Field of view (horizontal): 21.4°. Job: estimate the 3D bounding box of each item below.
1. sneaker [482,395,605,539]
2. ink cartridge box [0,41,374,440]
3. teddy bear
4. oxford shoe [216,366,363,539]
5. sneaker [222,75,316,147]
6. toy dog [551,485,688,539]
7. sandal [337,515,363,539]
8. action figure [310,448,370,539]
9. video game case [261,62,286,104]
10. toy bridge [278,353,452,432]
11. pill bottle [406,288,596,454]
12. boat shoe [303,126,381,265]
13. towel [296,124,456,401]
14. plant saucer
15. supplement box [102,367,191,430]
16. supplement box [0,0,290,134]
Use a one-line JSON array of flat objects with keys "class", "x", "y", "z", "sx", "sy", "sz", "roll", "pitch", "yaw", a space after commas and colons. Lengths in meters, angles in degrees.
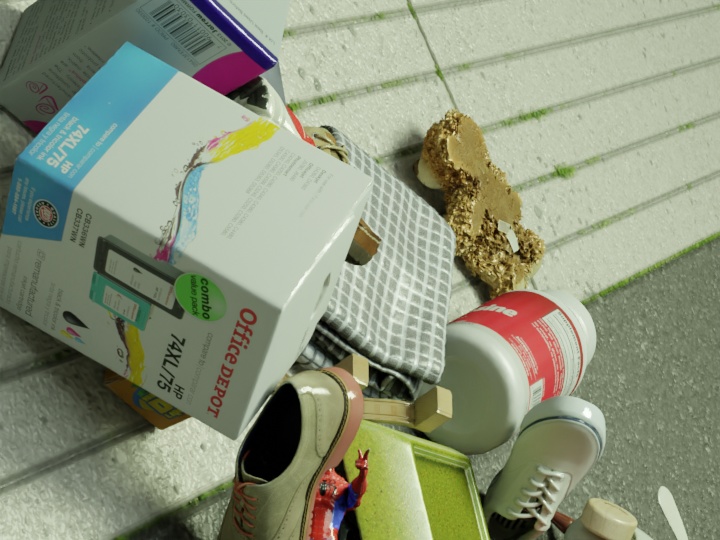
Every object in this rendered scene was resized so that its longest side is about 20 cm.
[{"class": "sneaker", "x": 0.151, "y": 0.178, "z": 1.586, "sx": 0.072, "sy": 0.201, "sz": 0.071, "roll": 18, "pitch": 53, "yaw": -2}, {"class": "ink cartridge box", "x": -0.120, "y": -0.020, "z": 1.283, "sx": 0.199, "sy": 0.147, "sz": 0.146, "roll": 29, "pitch": 46, "yaw": 7}, {"class": "teddy bear", "x": 0.108, "y": -0.051, "z": 1.789, "sx": 0.200, "sy": 0.066, "sz": 0.146, "roll": 48, "pitch": 46, "yaw": -34}, {"class": "oxford shoe", "x": -0.071, "y": 0.155, "z": 1.316, "sx": 0.075, "sy": 0.070, "sz": 0.201, "roll": 7, "pitch": 108, "yaw": -55}, {"class": "sneaker", "x": -0.106, "y": -0.086, "z": 1.398, "sx": 0.085, "sy": 0.199, "sz": 0.077, "roll": 42, "pitch": 69, "yaw": -30}, {"class": "toy dog", "x": 0.244, "y": 0.256, "z": 1.743, "sx": 0.200, "sy": 0.132, "sz": 0.096, "roll": 38, "pitch": 3, "yaw": -40}, {"class": "sandal", "x": -0.008, "y": 0.242, "z": 1.443, "sx": 0.075, "sy": 0.048, "sz": 0.202, "roll": -1, "pitch": 70, "yaw": -54}, {"class": "action figure", "x": -0.032, "y": 0.203, "z": 1.370, "sx": 0.099, "sy": 0.065, "sz": 0.202, "roll": 93, "pitch": 3, "yaw": -61}, {"class": "video game case", "x": -0.127, "y": -0.230, "z": 1.611, "sx": 0.142, "sy": 0.019, "sz": 0.202, "roll": 16, "pitch": 56, "yaw": -48}, {"class": "toy bridge", "x": -0.019, "y": 0.091, "z": 1.504, "sx": 0.199, "sy": 0.067, "sz": 0.027, "roll": 24, "pitch": 49, "yaw": -30}, {"class": "pill bottle", "x": 0.130, "y": 0.081, "z": 1.678, "sx": 0.200, "sy": 0.112, "sz": 0.113, "roll": -24, "pitch": 89, "yaw": -57}, {"class": "boat shoe", "x": -0.048, "y": -0.080, "z": 1.487, "sx": 0.200, "sy": 0.074, "sz": 0.076, "roll": 42, "pitch": 1, "yaw": 39}, {"class": "towel", "x": 0.000, "y": 0.000, "z": 1.577, "sx": 0.165, "sy": 0.085, "sz": 0.201, "roll": 38, "pitch": 42, "yaw": -32}, {"class": "plant saucer", "x": 0.059, "y": 0.214, "z": 1.508, "sx": 0.200, "sy": 0.048, "sz": 0.201, "roll": 26, "pitch": 48, "yaw": -64}, {"class": "supplement box", "x": -0.126, "y": 0.017, "z": 1.412, "sx": 0.069, "sy": 0.066, "sz": 0.201, "roll": 45, "pitch": 39, "yaw": -29}, {"class": "supplement box", "x": -0.156, "y": -0.168, "z": 1.369, "sx": 0.101, "sy": 0.199, "sz": 0.104, "roll": 41, "pitch": 39, "yaw": -31}]
